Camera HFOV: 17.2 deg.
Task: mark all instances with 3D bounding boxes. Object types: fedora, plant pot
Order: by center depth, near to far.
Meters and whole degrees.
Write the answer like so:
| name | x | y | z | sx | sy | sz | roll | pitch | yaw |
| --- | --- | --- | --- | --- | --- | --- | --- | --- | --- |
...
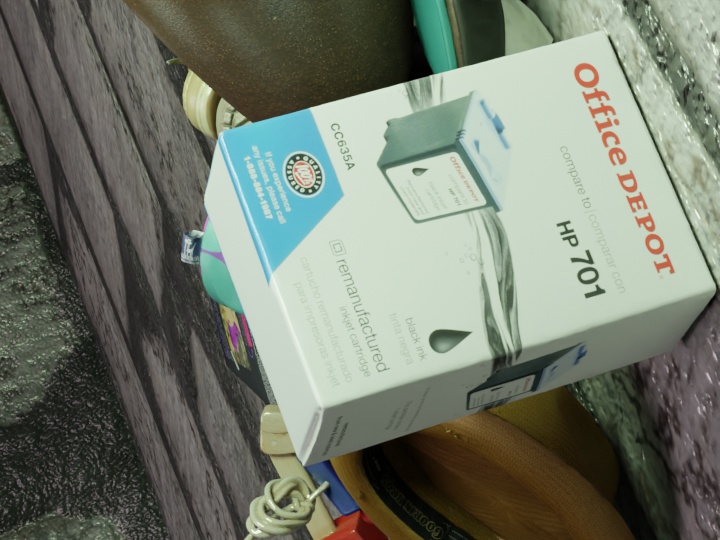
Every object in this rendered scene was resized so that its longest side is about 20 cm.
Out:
| name | x | y | z | sx | sy | sz | roll | pitch | yaw |
| --- | --- | --- | --- | --- | --- | --- | --- | --- | --- |
| plant pot | -0.051 | -0.170 | 1.214 | 0.200 | 0.187 | 0.187 | 64 | 175 | -37 |
| fedora | 0.077 | 0.106 | 1.302 | 0.200 | 0.082 | 0.201 | 25 | 148 | 17 |

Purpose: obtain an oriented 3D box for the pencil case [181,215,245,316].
| name | x | y | z | sx | sy | sz | roll | pitch | yaw |
| --- | --- | --- | --- | --- | --- | --- | --- | --- | --- |
| pencil case | 0.000 | 0.000 | 1.382 | 0.200 | 0.085 | 0.093 | 16 | 123 | 30 |

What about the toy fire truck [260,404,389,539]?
| name | x | y | z | sx | sy | sz | roll | pitch | yaw |
| --- | --- | --- | --- | --- | --- | --- | --- | --- | --- |
| toy fire truck | -0.015 | 0.095 | 1.540 | 0.200 | 0.141 | 0.049 | 49 | -166 | -7 |

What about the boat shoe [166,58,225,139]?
| name | x | y | z | sx | sy | sz | roll | pitch | yaw |
| --- | --- | --- | --- | --- | --- | --- | --- | --- | --- |
| boat shoe | -0.079 | -0.158 | 1.547 | 0.200 | 0.063 | 0.073 | -65 | -22 | -45 |

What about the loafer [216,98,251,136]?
| name | x | y | z | sx | sy | sz | roll | pitch | yaw |
| --- | --- | --- | --- | --- | --- | --- | --- | --- | --- |
| loafer | -0.014 | -0.045 | 1.494 | 0.200 | 0.076 | 0.068 | 48 | -169 | -10 |

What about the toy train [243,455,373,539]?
| name | x | y | z | sx | sy | sz | roll | pitch | yaw |
| --- | --- | --- | --- | --- | --- | --- | --- | --- | --- |
| toy train | 0.013 | 0.105 | 1.405 | 0.085 | 0.200 | 0.116 | 51 | 145 | -9 |

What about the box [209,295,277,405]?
| name | x | y | z | sx | sy | sz | roll | pitch | yaw |
| --- | --- | --- | --- | --- | --- | --- | --- | --- | --- |
| box | -0.029 | 0.025 | 1.663 | 0.200 | 0.122 | 0.106 | -144 | 39 | -71 |

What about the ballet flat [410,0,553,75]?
| name | x | y | z | sx | sy | sz | roll | pitch | yaw |
| --- | --- | --- | --- | --- | --- | --- | --- | --- | --- |
| ballet flat | 0.062 | -0.099 | 1.231 | 0.200 | 0.068 | 0.068 | 86 | 162 | -45 |

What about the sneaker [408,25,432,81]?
| name | x | y | z | sx | sy | sz | roll | pitch | yaw |
| --- | --- | --- | --- | --- | --- | --- | --- | --- | --- |
| sneaker | 0.008 | -0.126 | 1.402 | 0.111 | 0.077 | 0.200 | 84 | 160 | -62 |

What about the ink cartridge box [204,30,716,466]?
| name | x | y | z | sx | sy | sz | roll | pitch | yaw |
| --- | --- | --- | --- | --- | --- | --- | --- | --- | --- |
| ink cartridge box | 0.044 | -0.012 | 1.121 | 0.086 | 0.199 | 0.147 | 108 | 143 | -67 |
